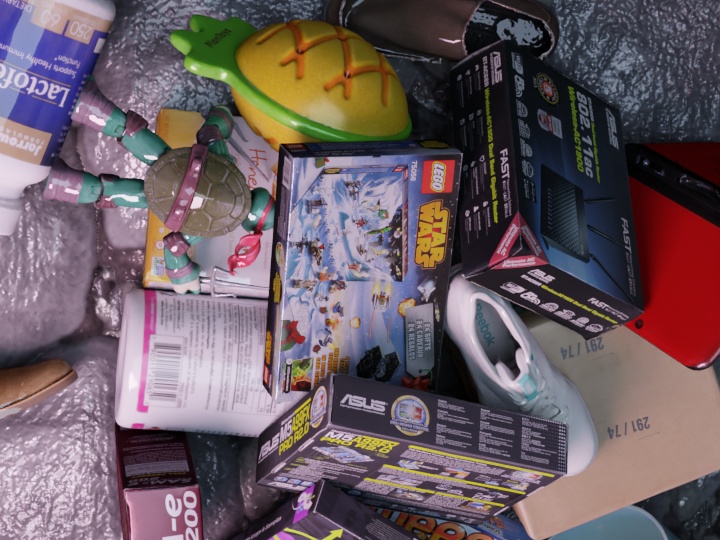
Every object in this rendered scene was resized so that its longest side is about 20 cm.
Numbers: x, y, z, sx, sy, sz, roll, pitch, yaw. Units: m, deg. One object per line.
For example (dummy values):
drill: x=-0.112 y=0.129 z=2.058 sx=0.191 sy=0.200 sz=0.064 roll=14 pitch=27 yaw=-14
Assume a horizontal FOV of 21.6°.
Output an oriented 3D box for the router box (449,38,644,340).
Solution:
router box: x=0.147 y=-0.063 z=1.490 sx=0.062 sy=0.200 sz=0.150 roll=-27 pitch=143 yaw=37

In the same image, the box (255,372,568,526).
box: x=0.038 y=0.143 z=1.471 sx=0.200 sy=0.160 sz=0.044 roll=13 pitch=63 yaw=-19

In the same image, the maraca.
maraca: x=-0.052 y=-0.148 z=1.480 sx=0.200 sy=0.137 sz=0.107 roll=26 pitch=115 yaw=4

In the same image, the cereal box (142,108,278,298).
cereal box: x=-0.071 y=-0.049 z=1.529 sx=0.200 sy=0.040 sz=0.144 roll=5 pitch=79 yaw=-10

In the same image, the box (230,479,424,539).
box: x=-0.030 y=0.251 z=1.550 sx=0.143 sy=0.200 sz=0.036 roll=32 pitch=51 yaw=-18

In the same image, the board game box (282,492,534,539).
board game box: x=0.029 y=0.234 z=1.602 sx=0.200 sy=0.034 sz=0.135 roll=26 pitch=119 yaw=-13

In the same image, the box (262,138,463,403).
box: x=0.000 y=0.000 z=1.446 sx=0.137 sy=0.040 sz=0.200 roll=-2 pitch=112 yaw=-20

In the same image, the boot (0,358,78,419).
boot: x=-0.330 y=0.092 z=1.524 sx=0.200 sy=0.074 sz=0.076 roll=-14 pitch=93 yaw=-4

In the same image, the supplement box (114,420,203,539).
supplement box: x=-0.160 y=0.192 z=1.501 sx=0.061 sy=0.200 sz=0.109 roll=-4 pitch=102 yaw=-8

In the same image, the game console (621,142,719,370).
game console: x=0.285 y=-0.016 z=1.525 sx=0.172 sy=0.200 sz=0.119 roll=-4 pitch=117 yaw=-35

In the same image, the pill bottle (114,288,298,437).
pill bottle: x=-0.095 y=0.079 z=1.535 sx=0.200 sy=0.113 sz=0.114 roll=6 pitch=100 yaw=-11

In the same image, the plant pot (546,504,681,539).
plant pot: x=0.241 y=0.323 z=1.605 sx=0.161 sy=0.201 sz=0.201 roll=34 pitch=94 yaw=-28

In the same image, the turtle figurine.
turtle figurine: x=-0.133 y=-0.065 z=1.444 sx=0.200 sy=0.101 sz=0.150 roll=22 pitch=79 yaw=-10

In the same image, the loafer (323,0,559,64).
loafer: x=0.071 y=-0.204 z=1.528 sx=0.200 sy=0.071 sz=0.073 roll=2 pitch=101 yaw=-10

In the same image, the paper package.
paper package: x=0.194 y=0.101 z=1.594 sx=0.200 sy=0.103 sz=0.191 roll=-21 pitch=102 yaw=-4

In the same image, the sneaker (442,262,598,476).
sneaker: x=0.125 y=0.089 z=1.482 sx=0.075 sy=0.088 sz=0.200 roll=-36 pitch=105 yaw=-2

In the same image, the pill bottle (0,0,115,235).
pill bottle: x=-0.276 y=-0.137 z=1.461 sx=0.116 sy=0.116 sz=0.200 roll=21 pitch=97 yaw=-13
